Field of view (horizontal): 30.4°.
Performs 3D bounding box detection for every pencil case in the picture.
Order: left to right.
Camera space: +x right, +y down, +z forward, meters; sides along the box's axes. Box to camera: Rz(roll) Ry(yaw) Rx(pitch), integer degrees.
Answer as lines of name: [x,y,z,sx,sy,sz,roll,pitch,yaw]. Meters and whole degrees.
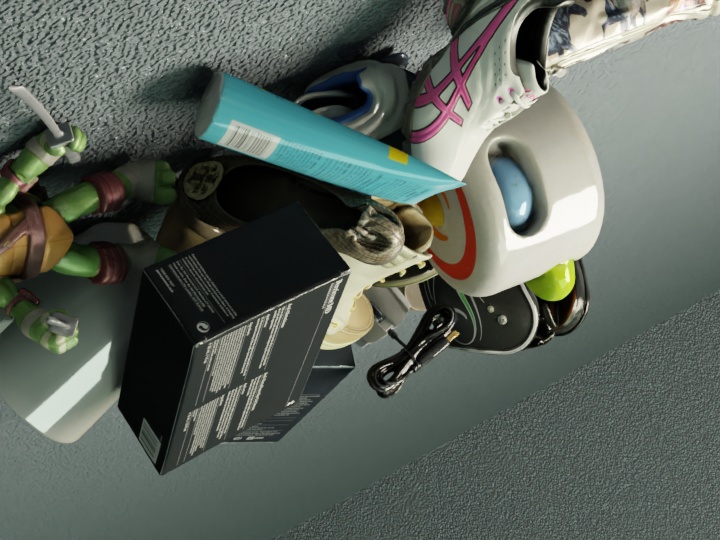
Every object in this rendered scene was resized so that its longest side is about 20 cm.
pencil case: [0.195,-0.210,1.068,0.199,0.090,0.078,-23,163,-16]

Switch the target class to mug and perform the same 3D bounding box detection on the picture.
mug: [-0.228,0.034,1.124,0.153,0.150,0.187,-37,-164,7]

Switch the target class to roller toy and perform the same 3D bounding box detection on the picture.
roller toy: [0.115,-0.077,1.193,0.139,0.200,0.183,-21,141,-18]

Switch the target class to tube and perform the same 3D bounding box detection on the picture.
tube: [-0.024,-0.089,0.991,0.199,0.051,0.077,20,168,-23]

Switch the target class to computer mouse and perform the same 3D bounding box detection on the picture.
computer mouse: [0.007,0.039,1.297,0.110,0.200,0.044,-41,131,-10]

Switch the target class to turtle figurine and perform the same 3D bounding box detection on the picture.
turtle figurine: [-0.197,-0.024,0.937,0.200,0.145,0.193,-34,166,38]

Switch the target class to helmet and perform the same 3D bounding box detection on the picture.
helmet: [0.158,-0.015,1.438,0.199,0.192,0.200,-2,-174,0]

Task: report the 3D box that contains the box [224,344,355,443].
box: [-0.103,0.069,1.319,0.107,0.149,0.200,2,152,-27]

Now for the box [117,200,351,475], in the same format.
box: [-0.102,0.055,1.024,0.141,0.079,0.200,-23,154,-30]

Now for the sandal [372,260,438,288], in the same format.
sandal: [0.082,-0.027,1.312,0.200,0.080,0.058,-24,146,-25]

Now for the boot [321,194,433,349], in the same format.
boot: [0.000,0.000,1.156,0.154,0.072,0.200,-26,153,21]

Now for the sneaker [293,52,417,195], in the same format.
sneaker: [-0.029,-0.107,1.087,0.199,0.081,0.146,-26,153,30]

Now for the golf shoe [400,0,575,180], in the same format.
golf shoe: [0.092,-0.139,0.990,0.072,0.092,0.201,-15,133,-44]

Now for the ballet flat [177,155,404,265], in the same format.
ballet flat: [-0.059,-0.052,1.043,0.068,0.199,0.046,-66,160,-13]

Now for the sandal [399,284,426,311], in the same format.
sandal: [0.123,0.013,1.733,0.211,0.078,0.069,-7,-173,-34]

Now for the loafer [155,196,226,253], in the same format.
loafer: [-0.111,-0.033,1.180,0.067,0.076,0.200,-30,156,23]

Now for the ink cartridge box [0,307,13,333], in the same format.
ink cartridge box: [-0.380,0.058,1.008,0.144,0.085,0.200,-8,157,-49]
